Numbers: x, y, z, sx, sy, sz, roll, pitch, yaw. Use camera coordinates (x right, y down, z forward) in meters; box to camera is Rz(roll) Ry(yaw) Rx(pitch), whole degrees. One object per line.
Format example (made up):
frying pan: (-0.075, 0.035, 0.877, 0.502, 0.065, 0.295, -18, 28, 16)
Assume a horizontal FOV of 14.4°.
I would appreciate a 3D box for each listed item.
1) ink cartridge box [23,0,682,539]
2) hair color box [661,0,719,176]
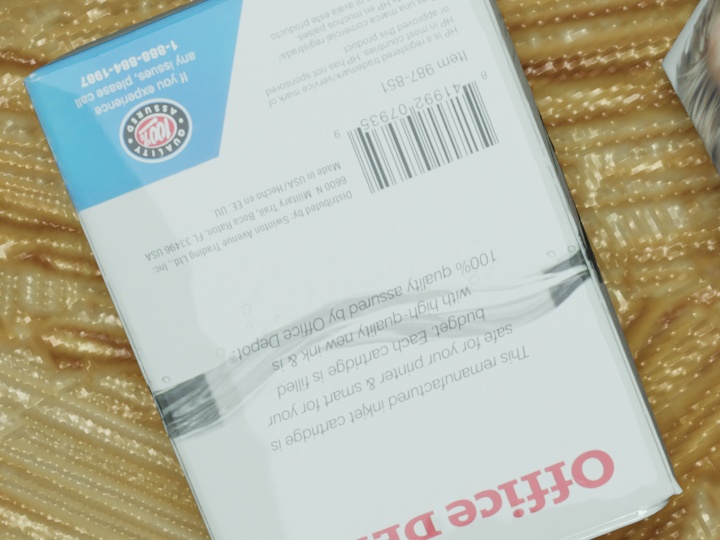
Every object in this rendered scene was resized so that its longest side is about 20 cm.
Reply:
ink cartridge box: (0.000, 0.000, 0.921, 0.145, 0.084, 0.201, -21, 97, 6)
hair color box: (0.175, -0.110, 0.859, 0.060, 0.100, 0.200, 22, 114, -20)
